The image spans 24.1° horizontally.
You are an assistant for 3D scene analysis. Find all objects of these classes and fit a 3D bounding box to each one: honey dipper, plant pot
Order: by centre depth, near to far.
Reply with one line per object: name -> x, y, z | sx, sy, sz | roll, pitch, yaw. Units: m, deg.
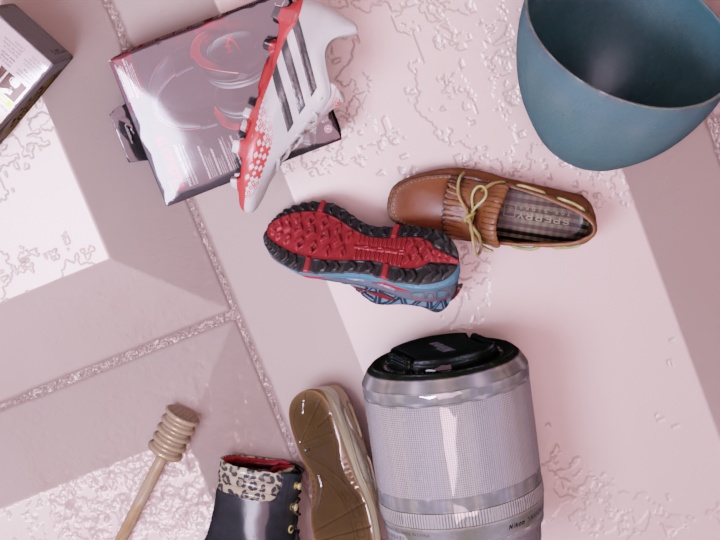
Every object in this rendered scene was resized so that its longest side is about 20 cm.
plant pot -> 0.225, -0.171, 1.546 | 0.199, 0.201, 0.135 | 17, 136, -3
honey dipper -> -0.219, 0.227, 1.680 | 0.038, 0.038, 0.201 | 27, 103, -5

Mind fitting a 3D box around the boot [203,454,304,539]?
boot -> -0.063, 0.273, 1.669 | 0.202, 0.073, 0.155 | 11, 97, -4

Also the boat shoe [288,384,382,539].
boat shoe -> -0.012, 0.210, 1.643 | 0.072, 0.065, 0.201 | -20, 84, 31

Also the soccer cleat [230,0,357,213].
soccer cleat -> -0.061, -0.144, 1.520 | 0.085, 0.069, 0.201 | 16, 96, 0

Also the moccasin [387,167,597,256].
moccasin -> 0.125, -0.052, 1.606 | 0.200, 0.078, 0.074 | 13, 100, -3

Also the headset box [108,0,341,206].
headset box -> -0.134, -0.160, 1.587 | 0.199, 0.075, 0.149 | -20, 101, 3

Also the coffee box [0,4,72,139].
coffee box -> -0.367, -0.146, 1.562 | 0.080, 0.113, 0.200 | 41, 97, -7

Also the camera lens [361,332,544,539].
camera lens -> 0.089, 0.169, 1.605 | 0.159, 0.160, 0.201 | -8, 100, 1

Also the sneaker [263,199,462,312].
sneaker -> 0.000, 0.000, 1.613 | 0.199, 0.096, 0.080 | 15, 61, 19
